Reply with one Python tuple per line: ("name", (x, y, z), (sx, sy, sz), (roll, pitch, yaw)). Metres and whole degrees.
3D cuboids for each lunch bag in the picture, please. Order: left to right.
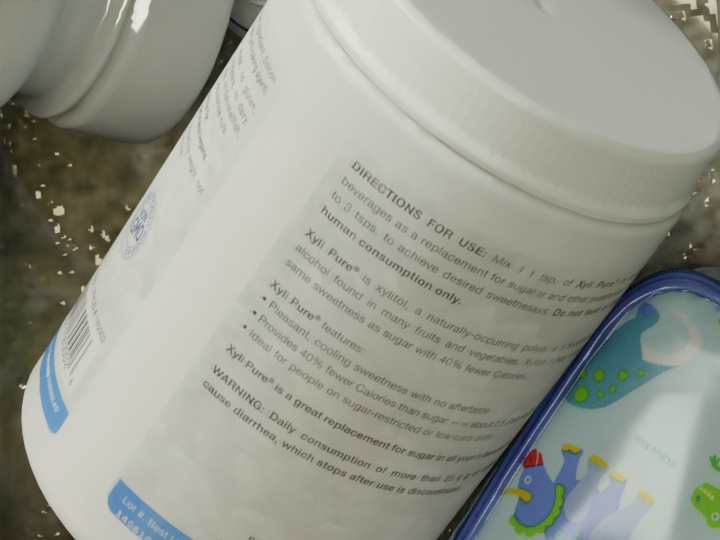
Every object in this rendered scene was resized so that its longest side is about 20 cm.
("lunch bag", (0.127, 0.109, 0.862), (0.200, 0.082, 0.161), (39, 102, 13))

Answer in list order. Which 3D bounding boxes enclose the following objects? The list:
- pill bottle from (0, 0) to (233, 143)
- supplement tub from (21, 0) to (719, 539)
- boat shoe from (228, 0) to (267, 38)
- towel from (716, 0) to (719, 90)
("pill bottle", (-0.143, -0.104, 0.870), (0.199, 0.114, 0.115), (14, 95, -30))
("supplement tub", (0.000, 0.000, 0.844), (0.132, 0.132, 0.200), (42, 118, 11))
("boat shoe", (-0.009, -0.167, 0.902), (0.073, 0.067, 0.201), (17, 95, 15))
("towel", (0.203, -0.118, 0.870), (0.199, 0.023, 0.153), (-3, 91, 13))
